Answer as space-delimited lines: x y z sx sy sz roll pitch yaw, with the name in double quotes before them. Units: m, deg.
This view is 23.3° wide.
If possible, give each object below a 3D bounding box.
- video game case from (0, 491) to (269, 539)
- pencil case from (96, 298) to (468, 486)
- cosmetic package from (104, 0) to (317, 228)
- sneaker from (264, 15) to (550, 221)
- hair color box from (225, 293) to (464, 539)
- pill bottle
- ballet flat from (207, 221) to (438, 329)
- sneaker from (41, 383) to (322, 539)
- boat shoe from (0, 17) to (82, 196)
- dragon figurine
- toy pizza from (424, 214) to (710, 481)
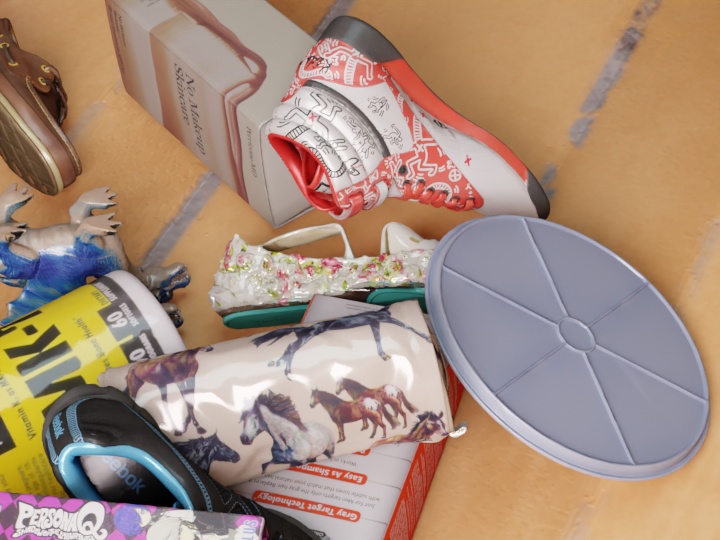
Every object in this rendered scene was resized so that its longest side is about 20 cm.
"video game case" -0.125 0.178 0.876 0.180 0.200 0.036 4 53 9
"pencil case" -0.042 0.077 0.971 0.199 0.090 0.078 -13 16 -5
"cosmetic package" -0.090 -0.133 1.247 0.087 0.104 0.200 -31 49 -23
"sneaker" 0.028 -0.063 1.152 0.108 0.201 0.067 -56 21 -17
"hair color box" -0.011 0.111 1.030 0.101 0.061 0.200 10 47 16
"pill bottle" -0.201 0.092 1.029 0.199 0.115 0.114 -28 50 -21
"ballet flat" 0.000 0.000 1.124 0.199 0.076 0.064 -2 74 2
"sneaker" -0.084 0.142 0.894 0.073 0.200 0.082 -52 11 3
"boat shoe" -0.248 -0.130 1.277 0.067 0.072 0.200 -27 47 -18
"dragon figurine" -0.203 0.001 1.114 0.199 0.100 0.059 -3 36 -15
"toy pizza" 0.123 0.048 1.062 0.199 0.032 0.201 19 42 -18
